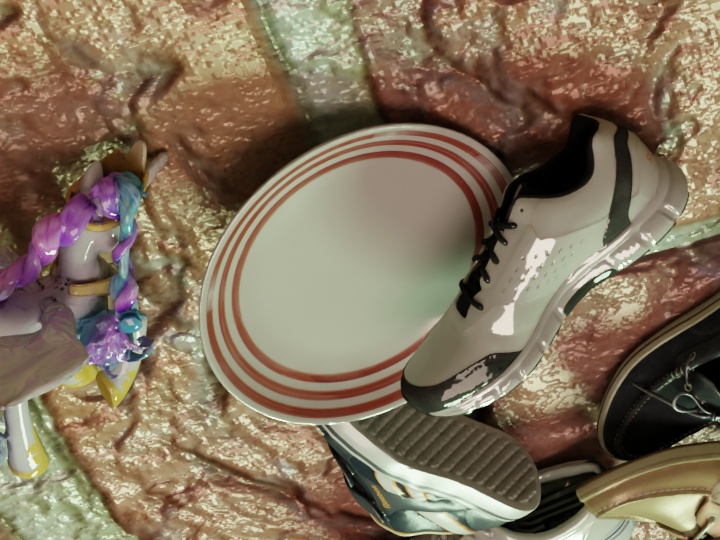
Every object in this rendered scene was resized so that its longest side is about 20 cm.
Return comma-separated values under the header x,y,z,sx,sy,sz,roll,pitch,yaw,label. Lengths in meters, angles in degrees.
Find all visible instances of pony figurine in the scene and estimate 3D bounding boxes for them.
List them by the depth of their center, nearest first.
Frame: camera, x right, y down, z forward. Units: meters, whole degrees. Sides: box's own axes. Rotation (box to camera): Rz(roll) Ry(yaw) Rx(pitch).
x,y,z,sx,sy,sz,roll,pitch,yaw,label
-0.190,0.028,1.432,0.192,0.167,0.201,-25,147,-34,pony figurine

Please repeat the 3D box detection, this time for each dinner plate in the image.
x,y,z,sx,sy,sz,roll,pitch,yaw,label
0.000,0.000,1.479,0.199,0.024,0.201,-13,128,-17,dinner plate

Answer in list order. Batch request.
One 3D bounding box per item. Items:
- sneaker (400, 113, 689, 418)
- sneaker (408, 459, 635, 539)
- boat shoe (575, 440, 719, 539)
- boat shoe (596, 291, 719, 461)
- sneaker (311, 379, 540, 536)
x,y,z,sx,sy,sz,roll,pitch,yaw,label
0.087,-0.005,1.468,0.200,0.074,0.080,-47,122,2,sneaker
0.078,0.172,1.704,0.199,0.073,0.071,-26,138,4,sneaker
0.226,0.146,1.661,0.199,0.065,0.071,-1,162,-31,boat shoe
0.217,0.065,1.605,0.074,0.063,0.200,21,133,-34,boat shoe
0.017,0.110,1.605,0.079,0.079,0.200,-28,132,35,sneaker
